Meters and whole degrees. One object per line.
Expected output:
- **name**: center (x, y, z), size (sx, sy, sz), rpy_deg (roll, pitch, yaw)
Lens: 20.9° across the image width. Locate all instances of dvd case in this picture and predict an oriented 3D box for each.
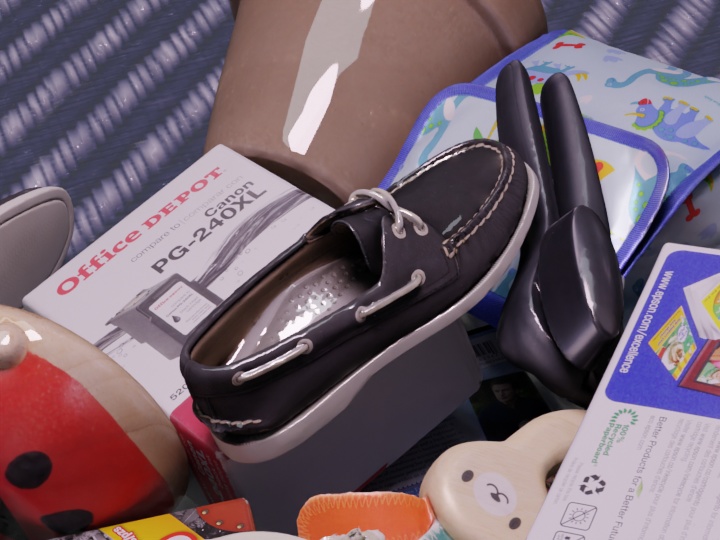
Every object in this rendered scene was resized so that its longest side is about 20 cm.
- **dvd case**: center (0.038, 0.106, 0.967), size (0.141, 0.018, 0.200), rpy_deg (-17, 37, -11)

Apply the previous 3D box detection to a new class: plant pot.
- **plant pot**: center (-0.011, -0.099, 1.142), size (0.199, 0.201, 0.176), rpy_deg (12, 58, 26)

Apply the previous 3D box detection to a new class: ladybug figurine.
- **ladybug figurine**: center (-0.150, 0.083, 0.901), size (0.135, 0.201, 0.072), rpy_deg (16, 64, 15)

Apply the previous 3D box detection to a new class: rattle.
- **rattle**: center (0.092, 0.096, 0.821), size (0.198, 0.143, 0.132), rpy_deg (14, 68, -22)

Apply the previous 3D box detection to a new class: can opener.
- **can opener**: center (0.099, -0.022, 0.943), size (0.063, 0.079, 0.201), rpy_deg (24, 42, -27)

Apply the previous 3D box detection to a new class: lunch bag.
- **lunch bag**: center (0.115, -0.034, 1.054), size (0.169, 0.128, 0.199), rpy_deg (23, 47, 40)

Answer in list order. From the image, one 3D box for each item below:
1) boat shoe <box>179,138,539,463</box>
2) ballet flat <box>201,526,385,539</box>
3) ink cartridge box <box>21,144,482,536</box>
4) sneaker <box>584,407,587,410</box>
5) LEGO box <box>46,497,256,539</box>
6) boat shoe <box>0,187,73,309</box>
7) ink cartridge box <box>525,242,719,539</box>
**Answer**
- **boat shoe**: center (0.000, 0.000, 0.884), size (0.200, 0.061, 0.074), rpy_deg (-40, 42, -15)
- **ballet flat**: center (-0.075, 0.135, 0.774), size (0.198, 0.072, 0.072), rpy_deg (-9, 35, 0)
- **ink cartridge box**: center (-0.060, 0.035, 0.995), size (0.145, 0.084, 0.199), rpy_deg (-39, 41, -19)
- **sneaker**: center (0.207, 0.079, 0.945), size (0.199, 0.071, 0.090), rpy_deg (2, -3, 37)
- **LEGO box**: center (-0.099, 0.201, 0.810), size (0.147, 0.078, 0.201), rpy_deg (-12, 35, -6)
- **boat shoe**: center (-0.241, 0.015, 1.098), size (0.060, 0.074, 0.200), rpy_deg (18, 50, 30)
- **ink cartridge box**: center (0.181, 0.078, 0.751), size (0.198, 0.047, 0.198), rpy_deg (10, 46, 26)
